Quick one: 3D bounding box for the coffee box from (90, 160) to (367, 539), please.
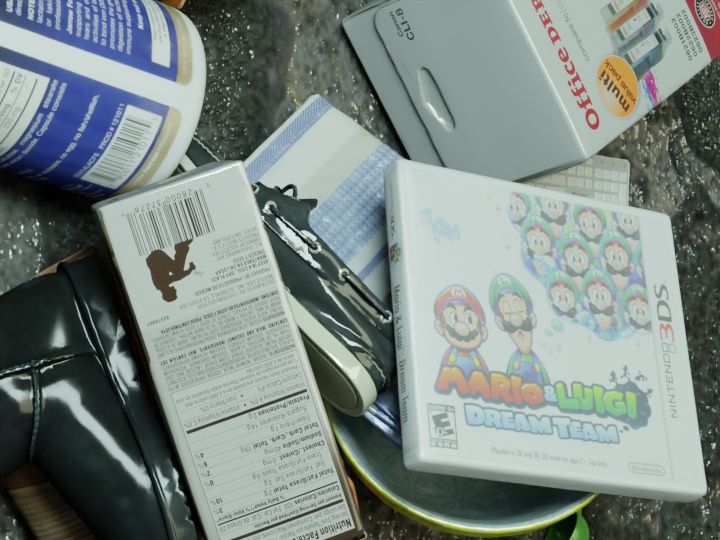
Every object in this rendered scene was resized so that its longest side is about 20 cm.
[{"bbox_3d":[-0.070,0.049,0.992,0.079,0.113,0.201,-19,96,-8],"label":"coffee box"}]

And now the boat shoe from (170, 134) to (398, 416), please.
[{"bbox_3d":[-0.043,-0.013,1.090,0.066,0.075,0.199,-38,79,-24],"label":"boat shoe"}]

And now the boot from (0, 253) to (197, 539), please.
[{"bbox_3d":[-0.182,0.095,0.970,0.162,0.073,0.199,-19,82,-16],"label":"boot"}]

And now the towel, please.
[{"bbox_3d":[0.000,0.000,1.146,0.200,0.024,0.147,39,67,7],"label":"towel"}]

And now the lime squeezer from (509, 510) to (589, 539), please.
[{"bbox_3d":[0.113,0.172,1.276,0.200,0.038,0.071,-30,102,-38],"label":"lime squeezer"}]

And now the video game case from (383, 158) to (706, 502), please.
[{"bbox_3d":[0.107,0.036,1.111,0.199,0.024,0.183,10,63,-28],"label":"video game case"}]

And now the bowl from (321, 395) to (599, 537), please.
[{"bbox_3d":[0.069,0.078,1.192,0.199,0.108,0.201,2,69,-6],"label":"bowl"}]

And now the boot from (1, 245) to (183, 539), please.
[{"bbox_3d":[-0.126,0.059,1.079,0.199,0.077,0.156,-26,97,-31],"label":"boot"}]

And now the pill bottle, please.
[{"bbox_3d":[-0.191,-0.114,1.016,0.199,0.115,0.116,18,72,-37],"label":"pill bottle"}]

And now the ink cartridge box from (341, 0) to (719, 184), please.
[{"bbox_3d":[0.120,-0.157,1.257,0.200,0.144,0.146,-38,104,-39],"label":"ink cartridge box"}]

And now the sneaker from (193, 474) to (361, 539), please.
[{"bbox_3d":[-0.072,0.196,1.093,0.200,0.077,0.112,-33,124,-21],"label":"sneaker"}]

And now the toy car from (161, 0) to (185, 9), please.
[{"bbox_3d":[-0.084,-0.234,1.130,0.184,0.177,0.201,25,96,-21],"label":"toy car"}]

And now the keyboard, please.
[{"bbox_3d":[0.118,-0.059,1.335,0.199,0.011,0.057,5,80,-39],"label":"keyboard"}]
